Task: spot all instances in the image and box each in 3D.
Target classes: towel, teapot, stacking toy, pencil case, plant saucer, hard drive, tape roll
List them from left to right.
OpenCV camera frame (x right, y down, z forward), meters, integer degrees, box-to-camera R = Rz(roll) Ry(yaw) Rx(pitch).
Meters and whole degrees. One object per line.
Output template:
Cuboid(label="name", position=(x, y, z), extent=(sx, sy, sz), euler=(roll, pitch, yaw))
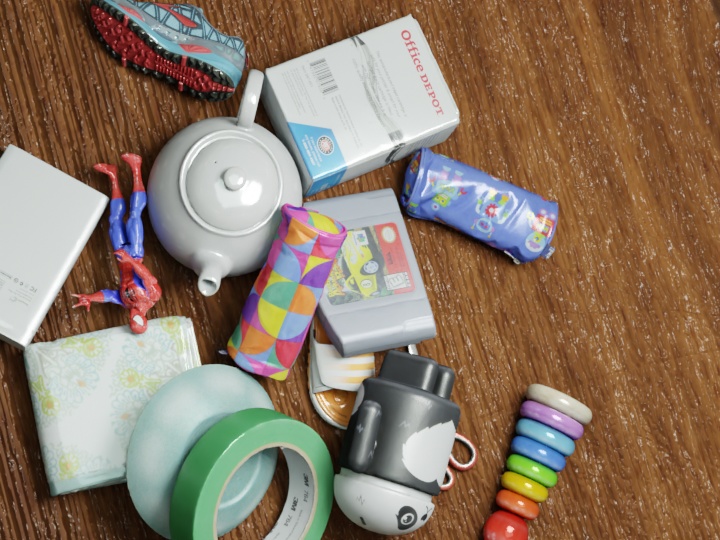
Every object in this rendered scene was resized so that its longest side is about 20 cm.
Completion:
Cuboid(label="hard drive", position=(-0.388, -0.028, 1.589), extent=(0.131, 0.026, 0.202), euler=(28, 66, -6))
Cuboid(label="towel", position=(-0.268, 0.151, 1.590), extent=(0.197, 0.048, 0.173), euler=(-11, 80, -14))
Cuboid(label="plant saucer", position=(-0.162, 0.207, 1.556), extent=(0.199, 0.038, 0.204), euler=(-8, 102, -38))
Cuboid(label="teapot", position=(-0.150, -0.095, 1.606), extent=(0.196, 0.146, 0.201), euler=(-31, 87, -15))
Cuboid(label="tape roll", position=(-0.116, 0.255, 1.545), extent=(0.199, 0.048, 0.203), euler=(-14, 110, -41))
Cuboid(label="pencil case", position=(-0.086, 0.025, 1.583), extent=(0.087, 0.089, 0.202), euler=(24, 107, -7))
Cuboid(label="pencil case", position=(0.143, -0.075, 1.700), extent=(0.198, 0.078, 0.088), euler=(23, 95, -8))
Cuboid(label="stacking toy", position=(0.198, 0.240, 1.661), extent=(0.085, 0.085, 0.202), euler=(27, 82, -6))

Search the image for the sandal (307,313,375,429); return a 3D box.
Cuboid(label="sandal", position=(-0.024, 0.081, 1.645), extent=(0.078, 0.059, 0.210), euler=(-5, 82, -14))

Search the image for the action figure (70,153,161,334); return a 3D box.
Cuboid(label="action figure", position=(-0.276, -0.028, 1.571), extent=(0.065, 0.099, 0.203), euler=(-16, 81, 29))

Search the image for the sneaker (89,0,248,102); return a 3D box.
Cuboid(label="sneaker", position=(-0.226, -0.278, 1.671), extent=(0.198, 0.080, 0.096), euler=(29, 52, -3))

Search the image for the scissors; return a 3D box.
Cuboid(label="scissors", position=(0.073, 0.162, 1.675), extent=(0.073, 0.014, 0.202), euler=(-27, 88, -13))

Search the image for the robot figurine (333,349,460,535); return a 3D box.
Cuboid(label="robot figurine", position=(0.044, 0.196, 1.585), extent=(0.149, 0.125, 0.203), euler=(20, 81, -17))

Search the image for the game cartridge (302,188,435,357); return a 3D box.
Cuboid(label="game cartridge", position=(0.000, 0.000, 1.646), extent=(0.131, 0.041, 0.202), euler=(-12, 63, -10))

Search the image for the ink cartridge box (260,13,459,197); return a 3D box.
Cuboid(label="ink cartridge box", position=(-0.002, -0.196, 1.685), extent=(0.198, 0.084, 0.147), euler=(-23, 82, -14))
